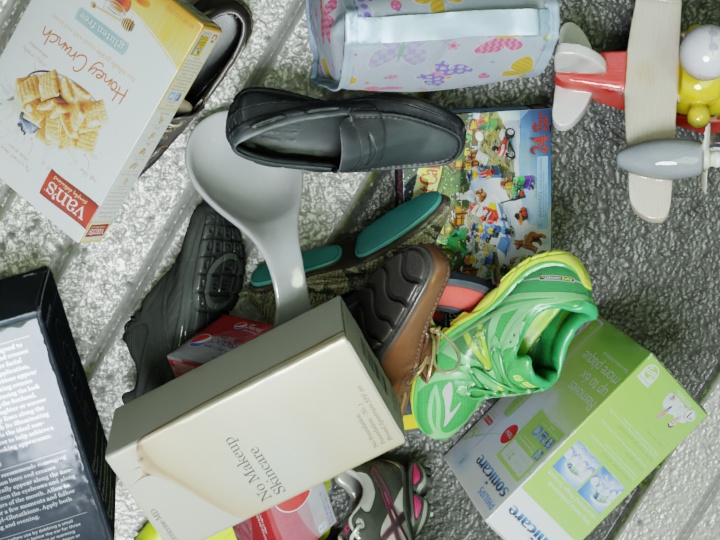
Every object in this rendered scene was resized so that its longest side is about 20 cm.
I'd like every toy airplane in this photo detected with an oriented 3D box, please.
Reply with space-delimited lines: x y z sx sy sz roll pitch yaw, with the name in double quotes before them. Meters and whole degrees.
"toy airplane" 0.257 -0.168 1.013 0.198 0.141 0.201 -34 85 -18

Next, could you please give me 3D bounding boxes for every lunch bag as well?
"lunch bag" 0.050 -0.201 0.939 0.167 0.200 0.129 -6 104 -8

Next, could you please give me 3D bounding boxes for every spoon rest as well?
"spoon rest" -0.081 -0.044 0.989 0.098 0.061 0.202 -14 75 -21

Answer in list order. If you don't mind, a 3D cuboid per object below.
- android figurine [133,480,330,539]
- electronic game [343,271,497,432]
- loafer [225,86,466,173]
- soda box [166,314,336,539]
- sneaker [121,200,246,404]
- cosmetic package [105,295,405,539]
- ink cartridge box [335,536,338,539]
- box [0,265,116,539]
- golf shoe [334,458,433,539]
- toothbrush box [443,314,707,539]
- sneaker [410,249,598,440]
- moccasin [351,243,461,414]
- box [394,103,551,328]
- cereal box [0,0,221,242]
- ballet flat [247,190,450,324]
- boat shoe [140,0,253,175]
"android figurine" -0.107 0.197 1.086 0.182 0.041 0.200 43 94 -16
"electronic game" 0.046 0.075 1.044 0.197 0.042 0.201 -7 136 -7
"loafer" -0.011 -0.105 0.978 0.198 0.071 0.069 4 130 -7
"soda box" -0.086 0.141 0.994 0.070 0.063 0.202 -36 122 -37
"sneaker" -0.157 0.038 1.020 0.090 0.076 0.203 9 83 25
"cosmetic package" -0.077 0.115 0.895 0.198 0.073 0.104 -28 113 7
"ink cartridge box" 0.003 0.328 1.121 0.199 0.067 0.117 35 95 -17
"box" -0.277 0.120 0.978 0.106 0.148 0.202 -16 105 -7
"golf shoe" 0.021 0.255 1.049 0.087 0.201 0.078 14 132 -20
"toothbrush box" 0.186 0.148 1.074 0.086 0.146 0.200 43 93 -17
"sneaker" 0.113 0.071 0.981 0.074 0.084 0.200 23 118 -37
"moccasin" 0.032 0.064 0.960 0.077 0.074 0.203 1 125 -24
"box" 0.101 -0.042 1.069 0.135 0.038 0.203 -5 104 -10
"cereal box" -0.214 -0.143 0.939 0.143 0.039 0.201 37 104 15
"ballet flat" 0.000 0.000 1.031 0.198 0.068 0.076 -24 114 17
"boat shoe" -0.163 -0.146 0.977 0.074 0.073 0.201 36 94 -16
